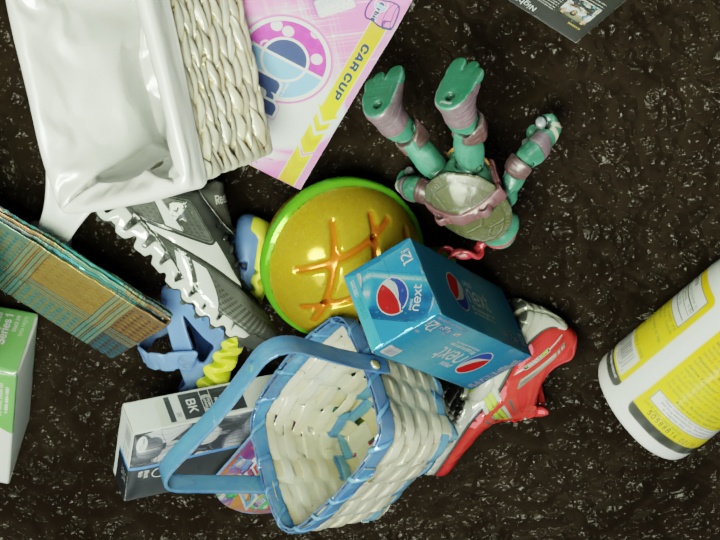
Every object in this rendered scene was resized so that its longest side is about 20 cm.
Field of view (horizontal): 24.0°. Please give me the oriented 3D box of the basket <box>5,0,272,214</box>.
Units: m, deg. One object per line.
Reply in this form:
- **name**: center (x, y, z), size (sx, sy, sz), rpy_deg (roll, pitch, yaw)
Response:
- **basket**: center (-0.157, -0.155, 1.227), size (0.135, 0.123, 0.202), rpy_deg (-8, 98, 36)

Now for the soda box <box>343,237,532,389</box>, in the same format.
- **soda box**: center (0.064, 0.038, 1.337), size (0.064, 0.068, 0.200), rpy_deg (-29, 157, 17)

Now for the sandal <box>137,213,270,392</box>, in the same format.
- **sandal**: center (-0.132, 0.033, 1.440), size (0.086, 0.080, 0.201), rpy_deg (23, 122, -7)

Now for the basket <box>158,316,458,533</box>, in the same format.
- **basket**: center (-0.041, 0.124, 1.334), size (0.199, 0.140, 0.176), rpy_deg (9, 135, -43)

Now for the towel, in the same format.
- **towel**: center (-0.264, 0.003, 1.417), size (0.199, 0.022, 0.146), rpy_deg (34, 154, -17)

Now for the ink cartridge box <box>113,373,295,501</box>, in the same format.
- **ink cartridge box**: center (-0.112, 0.139, 1.470), size (0.198, 0.039, 0.100), rpy_deg (-12, 141, -22)

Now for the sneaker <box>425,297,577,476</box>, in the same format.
- **sneaker**: center (0.121, 0.117, 1.481), size (0.084, 0.077, 0.201), rpy_deg (24, 123, -18)

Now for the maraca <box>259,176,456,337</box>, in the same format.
- **maraca**: center (0.000, 0.000, 1.391), size (0.199, 0.107, 0.138), rpy_deg (33, 99, -39)

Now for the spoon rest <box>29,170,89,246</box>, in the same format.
- **spoon rest**: center (-0.222, -0.086, 1.373), size (0.099, 0.061, 0.201), rpy_deg (23, 124, -12)

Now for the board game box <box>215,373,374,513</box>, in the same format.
- **board game box**: center (-0.030, 0.161, 1.483), size (0.157, 0.039, 0.200), rpy_deg (16, 123, -48)

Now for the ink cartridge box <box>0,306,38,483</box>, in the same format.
- **ink cartridge box**: center (-0.393, 0.095, 1.487), size (0.198, 0.085, 0.147), rpy_deg (12, 131, -4)

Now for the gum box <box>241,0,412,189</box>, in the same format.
- **gum box**: center (-0.049, -0.176, 1.295), size (0.113, 0.066, 0.201), rpy_deg (25, 122, -12)

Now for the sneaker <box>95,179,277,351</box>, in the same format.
- **sneaker**: center (-0.127, -0.023, 1.345), size (0.091, 0.066, 0.200), rpy_deg (-45, 97, 1)

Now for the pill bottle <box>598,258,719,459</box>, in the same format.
- **pill bottle**: center (0.302, 0.058, 1.404), size (0.111, 0.112, 0.200), rpy_deg (36, 120, -19)

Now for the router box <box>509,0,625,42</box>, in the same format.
- **router box**: center (0.122, -0.264, 1.195), size (0.199, 0.053, 0.157), rpy_deg (30, 148, -16)

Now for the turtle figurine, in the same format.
- **turtle figurine**: center (0.085, -0.078, 1.312), size (0.148, 0.101, 0.200), rpy_deg (-18, 140, 18)
